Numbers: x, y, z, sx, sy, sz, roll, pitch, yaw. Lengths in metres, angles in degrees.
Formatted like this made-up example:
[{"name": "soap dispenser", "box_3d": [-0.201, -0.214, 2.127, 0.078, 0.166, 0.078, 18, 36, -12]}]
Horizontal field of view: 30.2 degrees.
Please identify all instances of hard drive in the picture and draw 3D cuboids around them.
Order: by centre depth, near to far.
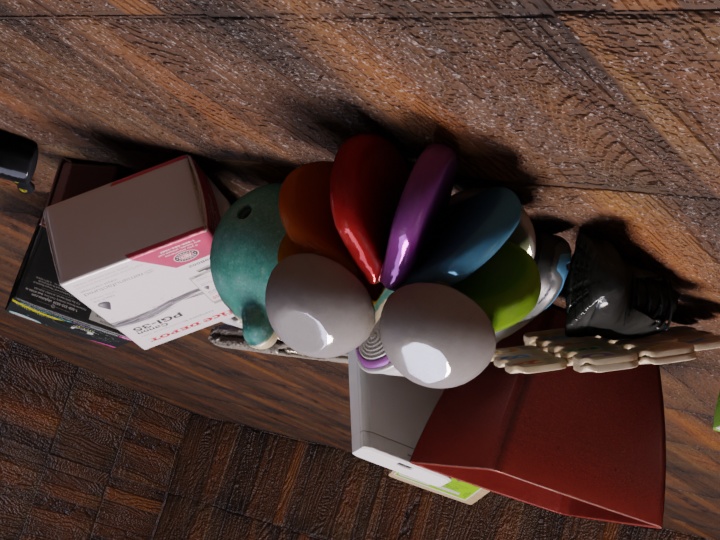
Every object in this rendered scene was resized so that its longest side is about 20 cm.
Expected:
[{"name": "hard drive", "box_3d": [0.042, 0.127, 1.475, 0.132, 0.201, 0.027, 26, 136, -35]}]

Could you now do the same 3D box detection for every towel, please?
[{"name": "towel", "box_3d": [-0.082, 0.083, 1.557, 0.132, 0.035, 0.200, 10, 175, -30]}]

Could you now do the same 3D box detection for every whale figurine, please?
[{"name": "whale figurine", "box_3d": [-0.049, -0.008, 1.104, 0.200, 0.159, 0.104, 26, 161, 52]}]

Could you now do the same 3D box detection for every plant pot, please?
[{"name": "plant pot", "box_3d": [0.196, 0.145, 1.368, 0.199, 0.177, 0.200, 21, 167, -18]}]

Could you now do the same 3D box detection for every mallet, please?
[{"name": "mallet", "box_3d": [-0.348, -0.100, 1.375, 0.066, 0.041, 0.200, 14, 173, 2]}]

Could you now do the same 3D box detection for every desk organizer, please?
[{"name": "desk organizer", "box_3d": [-0.227, -0.042, 1.373, 0.077, 0.072, 0.200, 7, 164, 32]}]

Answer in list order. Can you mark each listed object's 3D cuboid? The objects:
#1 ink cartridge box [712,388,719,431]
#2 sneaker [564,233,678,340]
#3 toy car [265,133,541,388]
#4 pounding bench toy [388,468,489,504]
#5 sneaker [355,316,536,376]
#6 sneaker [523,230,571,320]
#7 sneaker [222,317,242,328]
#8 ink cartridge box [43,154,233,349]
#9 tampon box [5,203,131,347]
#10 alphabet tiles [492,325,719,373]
[{"name": "ink cartridge box", "box_3d": [0.422, 0.121, 1.187, 0.147, 0.076, 0.200, 17, 169, -2]}, {"name": "sneaker", "box_3d": [0.209, 0.018, 1.063, 0.090, 0.076, 0.200, 8, 176, 10]}, {"name": "toy car", "box_3d": [0.032, -0.025, 0.951, 0.199, 0.175, 0.151, 14, 131, 17]}, {"name": "pounding bench toy", "box_3d": [0.087, 0.162, 1.616, 0.199, 0.157, 0.124, 22, 135, -24]}, {"name": "sneaker", "box_3d": [0.093, 0.047, 1.240, 0.199, 0.075, 0.099, -23, 152, 31]}, {"name": "sneaker", "box_3d": [0.088, -0.005, 1.092, 0.082, 0.074, 0.200, 25, 165, -32]}, {"name": "sneaker", "box_3d": [-0.095, 0.033, 1.402, 0.199, 0.075, 0.087, 1, -167, 31]}, {"name": "ink cartridge box", "box_3d": [-0.182, -0.012, 1.245, 0.146, 0.083, 0.200, -21, 156, 6]}, {"name": "tampon box", "box_3d": [-0.333, 0.009, 1.608, 0.149, 0.127, 0.200, 21, 168, -14]}, {"name": "alphabet tiles", "box_3d": [0.212, 0.065, 1.160, 0.195, 0.015, 0.200, -7, -175, -7]}]
